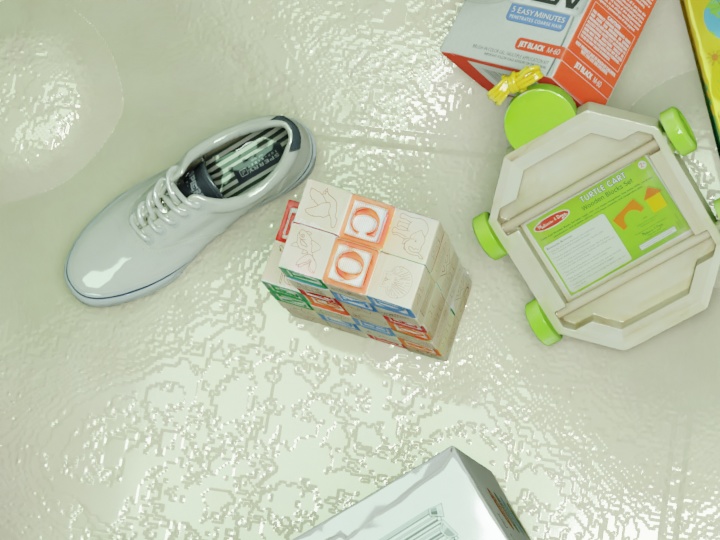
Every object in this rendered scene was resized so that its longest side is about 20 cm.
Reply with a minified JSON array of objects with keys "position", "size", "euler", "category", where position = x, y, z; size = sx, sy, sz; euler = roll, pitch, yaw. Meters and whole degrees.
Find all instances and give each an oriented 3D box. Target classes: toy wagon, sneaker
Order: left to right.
[{"position":[-0.123,-0.048,1.446],"size":[0.200,0.071,0.073],"euler":[-36,75,0],"category":"sneaker"},{"position":[0.151,-0.048,1.370],"size":[0.155,0.040,0.200],"euler":[-29,101,17],"category":"toy wagon"}]

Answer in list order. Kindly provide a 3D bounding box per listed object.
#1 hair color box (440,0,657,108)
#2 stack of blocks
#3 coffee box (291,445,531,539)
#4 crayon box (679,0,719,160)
[{"position":[0.149,-0.212,1.419],"size":[0.111,0.064,0.201],"euler":[19,78,47],"category":"hair color box"},{"position":[0.000,0.000,1.349],"size":[0.115,0.200,0.059],"euler":[17,81,11],"category":"stack of blocks"},{"position":[0.035,0.248,1.291],"size":[0.200,0.198,0.200],"euler":[-31,76,3],"category":"coffee box"},{"position":[0.289,-0.142,1.410],"size":[0.126,0.051,0.201],"euler":[-13,77,7],"category":"crayon box"}]
